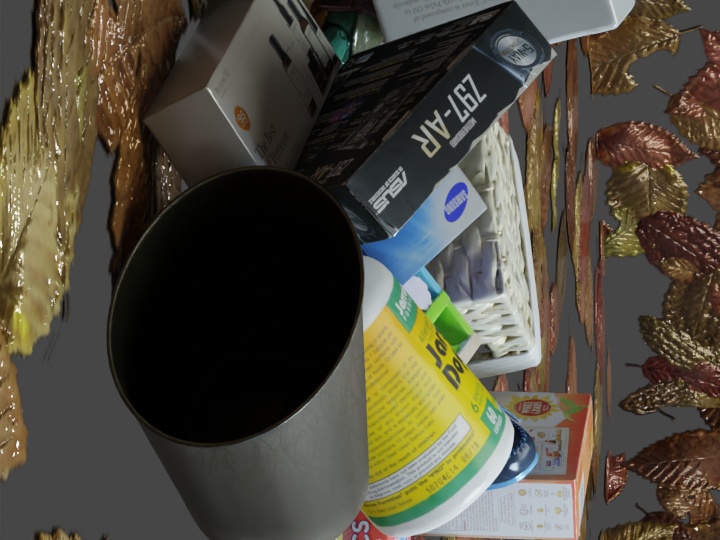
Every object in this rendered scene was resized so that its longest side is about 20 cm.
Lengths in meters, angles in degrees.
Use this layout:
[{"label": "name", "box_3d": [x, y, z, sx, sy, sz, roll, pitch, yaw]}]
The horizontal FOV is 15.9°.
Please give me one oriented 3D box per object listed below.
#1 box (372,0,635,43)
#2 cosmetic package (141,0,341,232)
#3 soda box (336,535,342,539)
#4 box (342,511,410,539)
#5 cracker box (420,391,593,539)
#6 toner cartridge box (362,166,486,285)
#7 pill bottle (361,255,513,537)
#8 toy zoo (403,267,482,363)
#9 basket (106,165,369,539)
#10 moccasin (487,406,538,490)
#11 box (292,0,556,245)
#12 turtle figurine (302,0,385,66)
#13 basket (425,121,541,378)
[{"label": "box", "box_3d": [0.076, -0.240, 1.667, 0.106, 0.152, 0.200, -48, 123, -71]}, {"label": "cosmetic package", "box_3d": [-0.067, -0.108, 1.536, 0.083, 0.051, 0.200, 54, 24, -18]}, {"label": "soda box", "box_3d": [-0.047, 0.223, 1.680, 0.064, 0.068, 0.200, -52, 141, -73]}, {"label": "box", "box_3d": [-0.018, 0.190, 1.762, 0.103, 0.094, 0.200, -37, 127, -77]}, {"label": "cracker box", "box_3d": [0.072, 0.146, 1.955, 0.134, 0.200, 0.058, -69, 158, -62]}, {"label": "toner cartridge box", "box_3d": [0.015, -0.042, 1.772, 0.095, 0.043, 0.200, 54, 28, -3]}, {"label": "pill bottle", "box_3d": [-0.003, 0.062, 1.621, 0.200, 0.113, 0.113, 50, 26, -18]}, {"label": "toy zoo", "box_3d": [0.000, 0.000, 1.773, 0.200, 0.020, 0.131, 52, 28, -6]}, {"label": "basket", "box_3d": [-0.058, 0.070, 1.463, 0.200, 0.136, 0.181, 81, 21, -57]}, {"label": "moccasin", "box_3d": [0.039, 0.107, 1.887, 0.080, 0.200, 0.068, -43, 131, -35]}, {"label": "box", "box_3d": [0.006, -0.078, 1.522, 0.044, 0.200, 0.160, 48, 65, -16]}, {"label": "turtle figurine", "box_3d": [-0.026, -0.173, 1.722, 0.150, 0.100, 0.200, 60, 40, -62]}, {"label": "basket", "box_3d": [0.057, -0.026, 1.980, 0.123, 0.135, 0.200, 62, 20, -63]}]
